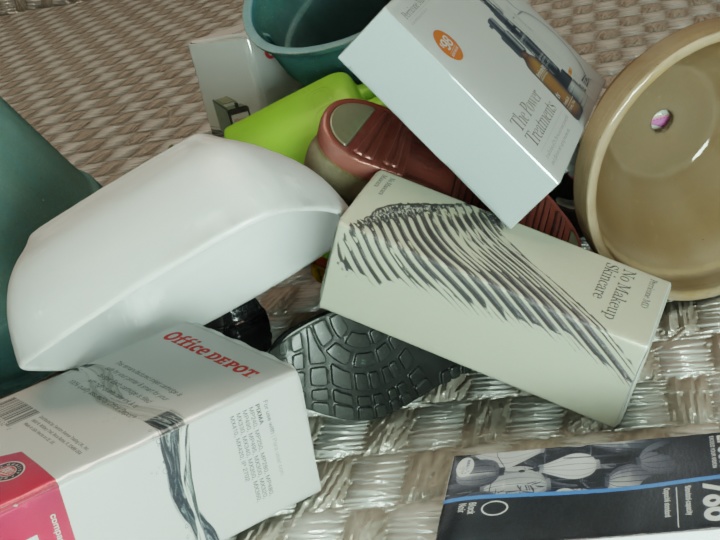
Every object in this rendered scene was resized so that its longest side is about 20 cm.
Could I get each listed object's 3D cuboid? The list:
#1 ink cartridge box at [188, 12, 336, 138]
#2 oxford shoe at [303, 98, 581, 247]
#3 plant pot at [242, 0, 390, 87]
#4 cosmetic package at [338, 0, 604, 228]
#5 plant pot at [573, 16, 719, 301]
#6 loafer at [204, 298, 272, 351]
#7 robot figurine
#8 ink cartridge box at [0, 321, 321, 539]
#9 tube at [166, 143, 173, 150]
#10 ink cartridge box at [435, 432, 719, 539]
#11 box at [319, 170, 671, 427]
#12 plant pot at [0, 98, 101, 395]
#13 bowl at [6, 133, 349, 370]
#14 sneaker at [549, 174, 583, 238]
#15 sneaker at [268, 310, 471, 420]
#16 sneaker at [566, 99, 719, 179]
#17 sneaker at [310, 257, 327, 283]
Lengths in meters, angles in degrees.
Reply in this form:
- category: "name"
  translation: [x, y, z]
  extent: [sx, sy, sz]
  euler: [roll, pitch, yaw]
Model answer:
- category: "ink cartridge box"
  translation: [-0.051, -0.128, 1.258]
  extent: [0.084, 0.201, 0.145]
  euler: [4, 24, 45]
- category: "oxford shoe"
  translation: [0.054, -0.044, 0.959]
  extent: [0.199, 0.075, 0.071]
  euler: [29, 50, -5]
- category: "plant pot"
  translation: [0.037, -0.176, 1.161]
  extent: [0.199, 0.196, 0.201]
  euler: [-20, 41, 18]
- category: "cosmetic package"
  translation: [0.080, -0.132, 0.936]
  extent: [0.052, 0.151, 0.200]
  euler: [-45, 6, 30]
- category: "plant pot"
  translation: [0.229, -0.088, 0.983]
  extent: [0.200, 0.202, 0.093]
  euler: [-15, 32, -11]
- category: "loafer"
  translation: [-0.144, 0.023, 1.096]
  extent: [0.200, 0.071, 0.068]
  euler: [10, 28, 45]
- category: "robot figurine"
  translation: [-0.042, -0.068, 1.045]
  extent: [0.199, 0.116, 0.176]
  euler: [-27, 26, 4]
- category: "ink cartridge box"
  translation: [-0.144, 0.114, 0.827]
  extent: [0.199, 0.085, 0.145]
  euler: [-23, 22, -29]
- category: "tube"
  translation: [-0.171, -0.054, 1.235]
  extent: [0.058, 0.052, 0.200]
  euler: [0, -13, -29]
- category: "ink cartridge box"
  translation: [0.140, 0.123, 0.718]
  extent: [0.199, 0.039, 0.100]
  euler: [-6, 20, 12]
- category: "box"
  translation: [0.082, 0.015, 0.873]
  extent: [0.199, 0.069, 0.082]
  euler: [21, 36, 10]
- category: "plant pot"
  translation: [-0.295, -0.043, 1.052]
  extent: [0.199, 0.196, 0.201]
  euler: [-20, 42, 19]
- category: "bowl"
  translation: [-0.113, -0.016, 0.875]
  extent: [0.199, 0.075, 0.200]
  euler: [-29, -8, 12]
- category: "sneaker"
  translation: [0.216, -0.067, 1.171]
  extent: [0.115, 0.076, 0.200]
  euler: [-16, 26, -38]
- category: "sneaker"
  translation: [0.016, 0.047, 0.958]
  extent: [0.199, 0.076, 0.087]
  euler: [-12, 13, -31]
- category: "sneaker"
  translation: [0.220, -0.114, 1.071]
  extent: [0.199, 0.089, 0.081]
  euler: [-5, 24, -13]
- category: "sneaker"
  translation: [0.000, 0.000, 1.114]
  extent: [0.077, 0.073, 0.200]
  euler: [-35, 17, 11]
